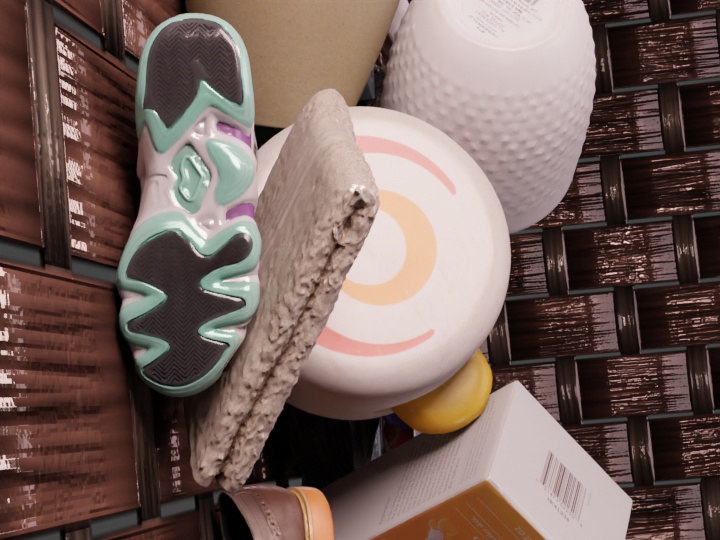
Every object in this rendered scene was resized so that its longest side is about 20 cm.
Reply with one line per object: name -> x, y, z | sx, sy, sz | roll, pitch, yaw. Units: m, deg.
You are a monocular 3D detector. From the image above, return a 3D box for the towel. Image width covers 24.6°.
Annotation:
towel -> -0.046, 0.012, 0.898 | 0.201, 0.034, 0.133 | -62, -158, 21

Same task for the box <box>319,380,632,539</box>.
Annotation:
box -> 0.062, 0.183, 1.104 | 0.124, 0.199, 0.098 | 45, 38, -16

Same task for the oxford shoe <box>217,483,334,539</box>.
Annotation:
oxford shoe -> -0.057, 0.226, 0.985 | 0.071, 0.072, 0.202 | -38, -131, 47

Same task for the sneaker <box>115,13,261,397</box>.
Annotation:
sneaker -> -0.087, -0.032, 0.915 | 0.140, 0.077, 0.202 | 112, -16, -87

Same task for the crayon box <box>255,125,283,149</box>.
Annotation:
crayon box -> -0.057, -0.015, 1.204 | 0.127, 0.050, 0.202 | -59, 143, -78

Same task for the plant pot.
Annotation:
plant pot -> -0.043, -0.199, 1.071 | 0.187, 0.185, 0.202 | -67, 162, -74

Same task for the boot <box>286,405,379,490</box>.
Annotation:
boot -> -0.007, 0.145, 1.251 | 0.131, 0.067, 0.202 | -59, 151, -60

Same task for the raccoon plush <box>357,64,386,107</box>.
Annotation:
raccoon plush -> 0.017, -0.153, 1.306 | 0.097, 0.199, 0.135 | 63, 3, -65

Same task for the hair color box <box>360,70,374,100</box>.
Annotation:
hair color box -> -0.044, -0.224, 1.275 | 0.061, 0.098, 0.202 | 69, 17, -60

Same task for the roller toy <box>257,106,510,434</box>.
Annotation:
roller toy -> 0.000, 0.000, 1.059 | 0.140, 0.198, 0.184 | 118, -16, -75

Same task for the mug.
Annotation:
mug -> 0.073, -0.149, 1.134 | 0.200, 0.147, 0.176 | 52, -20, 23

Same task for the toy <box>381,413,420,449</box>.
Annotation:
toy -> 0.041, 0.105, 1.258 | 0.200, 0.047, 0.116 | 52, 34, -65

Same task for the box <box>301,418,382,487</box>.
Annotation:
box -> -0.014, 0.130, 1.402 | 0.158, 0.049, 0.202 | 72, 15, -61
